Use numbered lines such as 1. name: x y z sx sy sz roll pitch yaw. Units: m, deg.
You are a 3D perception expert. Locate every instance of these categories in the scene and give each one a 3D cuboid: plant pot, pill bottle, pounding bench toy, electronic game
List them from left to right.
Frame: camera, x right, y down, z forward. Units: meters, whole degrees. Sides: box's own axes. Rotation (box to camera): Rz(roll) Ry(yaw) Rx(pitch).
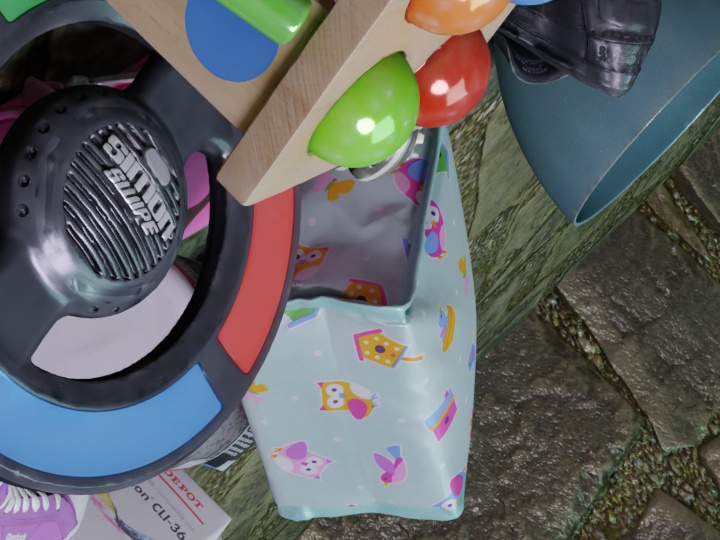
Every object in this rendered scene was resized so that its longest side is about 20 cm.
1. electronic game: -0.091 -0.024 0.642 0.041 0.202 0.200 2 -152 41
2. pill bottle: -0.111 0.048 0.969 0.116 0.116 0.200 -46 170 3
3. pounding bench toy: -0.033 -0.107 0.548 0.124 0.156 0.200 -51 168 31
4. plant pot: 0.168 -0.149 1.275 0.200 0.135 0.200 -44 170 -10

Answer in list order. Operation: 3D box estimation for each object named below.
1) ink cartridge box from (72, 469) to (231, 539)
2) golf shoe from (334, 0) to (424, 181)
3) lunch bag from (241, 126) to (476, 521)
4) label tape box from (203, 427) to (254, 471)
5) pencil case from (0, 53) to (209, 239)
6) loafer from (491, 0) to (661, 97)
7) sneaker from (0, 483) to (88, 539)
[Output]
1. ink cartridge box: -0.168 0.164 1.204 0.068 0.116 0.200 -52 169 35
2. golf shoe: 0.001 -0.139 0.735 0.077 0.087 0.202 3 -102 67
3. lunch bag: 0.000 0.000 0.954 0.171 0.121 0.201 75 17 -46
4. label tape box: -0.055 0.035 1.187 0.200 0.066 0.143 -39 160 4
5. pencil case: -0.070 -0.067 0.786 0.200 0.090 0.094 -38 134 -47
6. loafer: 0.090 -0.134 0.975 0.200 0.067 0.071 -147 -119 -64
7. sneaker: -0.203 0.126 1.047 0.115 0.073 0.200 -54 167 28
